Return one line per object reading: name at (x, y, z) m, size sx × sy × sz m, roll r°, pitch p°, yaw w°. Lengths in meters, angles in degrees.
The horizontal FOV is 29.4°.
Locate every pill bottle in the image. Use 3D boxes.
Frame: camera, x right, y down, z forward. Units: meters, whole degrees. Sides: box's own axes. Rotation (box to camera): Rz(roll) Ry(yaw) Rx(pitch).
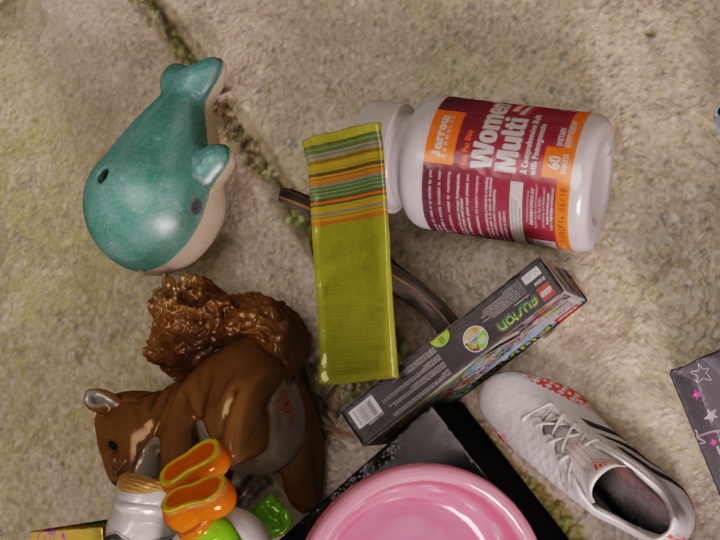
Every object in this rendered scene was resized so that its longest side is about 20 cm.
pill bottle at (0.097, -0.082, 1.108) m, size 0.198 × 0.109 × 0.111 m, roll 9°, pitch 88°, yaw 19°

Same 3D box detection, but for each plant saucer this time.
plant saucer at (0.039, 0.240, 0.988) m, size 0.199 × 0.051 × 0.203 m, roll 2°, pitch 85°, yaw -20°

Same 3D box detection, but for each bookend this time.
bookend at (0.058, 0.245, 1.100) m, size 0.199 × 0.092 × 0.200 m, roll -43°, pitch 74°, yaw 12°

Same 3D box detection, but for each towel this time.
towel at (-0.009, -0.013, 1.083) m, size 0.086 × 0.018 × 0.202 m, roll -11°, pitch 80°, yaw 47°

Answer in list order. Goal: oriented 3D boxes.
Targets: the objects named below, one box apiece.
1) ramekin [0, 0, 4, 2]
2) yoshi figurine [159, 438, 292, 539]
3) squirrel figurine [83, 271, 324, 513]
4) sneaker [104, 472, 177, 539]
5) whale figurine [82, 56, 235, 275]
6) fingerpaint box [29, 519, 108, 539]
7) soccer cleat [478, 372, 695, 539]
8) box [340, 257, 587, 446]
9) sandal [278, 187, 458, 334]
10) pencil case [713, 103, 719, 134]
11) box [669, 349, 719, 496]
ramekin at (-0.361, -0.324, 1.251) m, size 0.200 × 0.200 × 0.098 m, roll -46°, pitch 80°, yaw 10°
yoshi figurine at (-0.067, 0.224, 1.036) m, size 0.111 × 0.112 × 0.201 m, roll -3°, pitch 122°, yaw 45°
squirrel figurine at (-0.139, 0.107, 1.179) m, size 0.185 × 0.141 × 0.202 m, roll -7°, pitch 68°, yaw 29°
sneaker at (-0.148, 0.236, 1.116) m, size 0.075 × 0.200 × 0.088 m, roll 3°, pitch 65°, yaw 32°
whale figurine at (-0.178, -0.099, 1.204) m, size 0.158 × 0.103 × 0.202 m, roll 1°, pitch 73°, yaw 44°
fingerpaint box at (-0.197, 0.309, 1.143) m, size 0.073 × 0.167 × 0.202 m, roll -7°, pitch 82°, yaw 18°
soccer cleat at (0.174, 0.145, 1.072) m, size 0.200 × 0.085 × 0.069 m, roll 38°, pitch 98°, yaw 18°
box at (0.085, 0.067, 1.098) m, size 0.200 × 0.110 × 0.035 m, roll -39°, pitch 74°, yaw 12°
sandal at (0.000, 0.000, 1.154) m, size 0.200 × 0.082 × 0.055 m, roll 41°, pitch 92°, yaw 11°
pencil case at (0.364, -0.139, 1.034) m, size 0.199 × 0.083 × 0.091 m, roll -36°, pitch 97°, yaw 12°
box at (0.318, 0.147, 0.997) m, size 0.114 × 0.132 × 0.202 m, roll -23°, pitch 78°, yaw 12°
